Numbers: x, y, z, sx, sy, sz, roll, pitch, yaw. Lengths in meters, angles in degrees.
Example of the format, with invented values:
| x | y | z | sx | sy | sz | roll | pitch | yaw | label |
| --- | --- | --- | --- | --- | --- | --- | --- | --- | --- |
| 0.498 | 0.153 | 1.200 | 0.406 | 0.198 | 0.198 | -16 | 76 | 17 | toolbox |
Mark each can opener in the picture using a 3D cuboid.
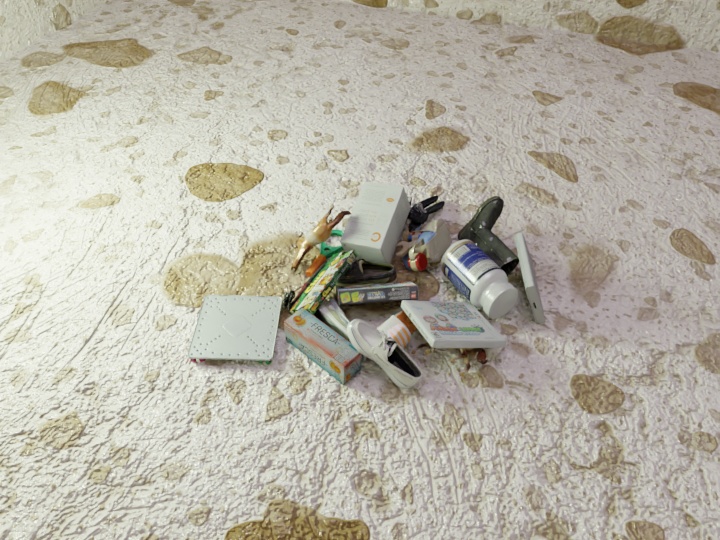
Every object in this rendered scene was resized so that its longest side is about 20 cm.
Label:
| x | y | z | sx | sy | sz | roll | pitch | yaw | label |
| --- | --- | --- | --- | --- | --- | --- | --- | --- | --- |
| 0.190 | -0.182 | 1.781 | 0.063 | 0.079 | 0.200 | 43 | 41 | 5 | can opener |

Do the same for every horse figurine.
| x | y | z | sx | sy | sz | roll | pitch | yaw | label |
| --- | --- | --- | --- | --- | --- | --- | --- | --- | --- |
| 0.213 | 0.175 | 1.404 | 0.197 | 0.051 | 0.132 | 19 | 36 | 28 | horse figurine |
| -0.115 | -0.099 | 1.611 | 0.199 | 0.050 | 0.134 | -35 | 24 | 27 | horse figurine |

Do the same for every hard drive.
| x | y | z | sx | sy | sz | roll | pitch | yaw | label |
| --- | --- | --- | --- | --- | --- | --- | --- | --- | --- |
| 0.430 | 0.017 | 1.529 | 0.026 | 0.133 | 0.202 | -15 | 39 | 18 | hard drive |

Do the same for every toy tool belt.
| x | y | z | sx | sy | sz | roll | pitch | yaw | label |
| --- | --- | --- | --- | --- | --- | --- | --- | --- | --- |
| 0.157 | -0.056 | 1.631 | 0.121 | 0.127 | 0.200 | -6 | 27 | 41 | toy tool belt |

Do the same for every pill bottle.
| x | y | z | sx | sy | sz | roll | pitch | yaw | label |
| --- | --- | --- | --- | --- | --- | --- | --- | --- | --- |
| 0.301 | 0.022 | 1.530 | 0.114 | 0.117 | 0.201 | -19 | 47 | -22 | pill bottle |

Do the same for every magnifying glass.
| x | y | z | sx | sy | sz | roll | pitch | yaw | label |
| --- | --- | --- | --- | --- | --- | --- | --- | --- | --- |
| -0.096 | -0.050 | 1.669 | 0.078 | 0.023 | 0.201 | 17 | 45 | 16 | magnifying glass |

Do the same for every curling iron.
| x | y | z | sx | sy | sz | roll | pitch | yaw | label |
| --- | --- | --- | --- | --- | --- | --- | --- | --- | --- |
| -0.137 | 0.036 | 1.556 | 0.025 | 0.050 | 0.200 | 23 | 44 | 23 | curling iron |

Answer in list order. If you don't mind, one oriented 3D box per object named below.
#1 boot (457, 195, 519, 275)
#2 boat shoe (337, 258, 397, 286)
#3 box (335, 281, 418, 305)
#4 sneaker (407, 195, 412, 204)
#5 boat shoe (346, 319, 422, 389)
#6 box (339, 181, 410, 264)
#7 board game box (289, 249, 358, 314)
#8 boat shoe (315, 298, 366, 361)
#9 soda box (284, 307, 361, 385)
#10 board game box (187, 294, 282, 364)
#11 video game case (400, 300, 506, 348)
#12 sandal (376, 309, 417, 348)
| x | y | z | sx | sy | sz | roll | pitch | yaw | label |
| --- | --- | --- | --- | --- | --- | --- | --- | --- | --- |
| 0.366 | -0.086 | 1.632 | 0.072 | 0.183 | 0.201 | 27 | 18 | -33 | boot |
| 0.000 | 0.000 | 1.582 | 0.195 | 0.066 | 0.074 | 2 | 44 | 2 | boat shoe |
| 0.039 | 0.056 | 1.503 | 0.195 | 0.036 | 0.110 | -4 | 5 | -6 | box |
| 0.094 | -0.159 | 1.750 | 0.076 | 0.077 | 0.201 | 20 | 45 | 15 | sneaker |
| 0.056 | 0.177 | 1.327 | 0.200 | 0.066 | 0.072 | 48 | 50 | 3 | boat shoe |
| 0.043 | -0.127 | 1.638 | 0.122 | 0.098 | 0.203 | 11 | 64 | 24 | box |
| -0.091 | 0.030 | 1.503 | 0.104 | 0.023 | 0.201 | -14 | 34 | 56 | board game box |
| -0.037 | 0.135 | 1.430 | 0.064 | 0.076 | 0.201 | -27 | 42 | -24 | boat shoe |
| -0.087 | 0.173 | 1.389 | 0.198 | 0.069 | 0.063 | 33 | 50 | 29 | soda box |
| -0.296 | 0.140 | 1.451 | 0.195 | 0.026 | 0.202 | 2 | 43 | 0 | board game box |
| 0.216 | 0.124 | 1.416 | 0.196 | 0.024 | 0.182 | 3 | 26 | -23 | video game case |
| 0.095 | 0.134 | 1.426 | 0.079 | 0.059 | 0.206 | 45 | 53 | 4 | sandal |
